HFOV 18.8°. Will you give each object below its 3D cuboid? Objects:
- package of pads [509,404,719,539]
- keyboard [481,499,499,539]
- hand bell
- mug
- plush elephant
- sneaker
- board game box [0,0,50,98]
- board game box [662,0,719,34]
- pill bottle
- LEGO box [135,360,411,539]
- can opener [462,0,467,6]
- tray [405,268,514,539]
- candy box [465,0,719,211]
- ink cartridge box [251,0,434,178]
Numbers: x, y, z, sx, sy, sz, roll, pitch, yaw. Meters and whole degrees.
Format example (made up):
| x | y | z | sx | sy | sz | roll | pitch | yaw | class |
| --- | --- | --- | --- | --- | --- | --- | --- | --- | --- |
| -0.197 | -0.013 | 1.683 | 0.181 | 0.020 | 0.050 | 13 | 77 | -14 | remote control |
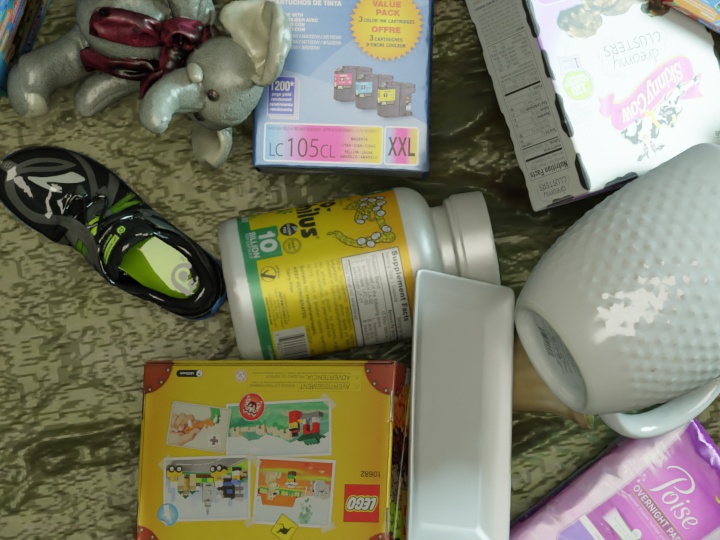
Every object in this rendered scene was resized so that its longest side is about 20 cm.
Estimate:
| x | y | z | sx | sy | sz | roll | pitch | yaw | class |
| --- | --- | --- | --- | --- | --- | --- | --- | --- | --- |
| 0.197 | 0.202 | 1.642 | 0.200 | 0.076 | 0.121 | -38 | 90 | -2 | package of pads |
| 0.015 | 0.221 | 1.621 | 0.199 | 0.011 | 0.057 | -17 | 67 | 25 | keyboard |
| 0.070 | 0.088 | 1.650 | 0.199 | 0.104 | 0.105 | -12 | 89 | 12 | hand bell |
| 0.209 | 0.036 | 1.535 | 0.175 | 0.148 | 0.201 | -31 | 132 | -15 | mug |
| -0.139 | -0.153 | 1.577 | 0.200 | 0.165 | 0.155 | -20 | 59 | -39 | plush elephant |
| -0.185 | -0.032 | 1.632 | 0.199 | 0.083 | 0.071 | 34 | 88 | 0 | sneaker |
| -0.258 | -0.211 | 1.576 | 0.045 | 0.200 | 0.153 | 20 | 88 | 0 | board game box |
| 0.327 | -0.207 | 1.642 | 0.199 | 0.019 | 0.103 | 24 | 87 | -25 | board game box |
| 0.000 | 0.000 | 1.622 | 0.199 | 0.113 | 0.113 | -11 | 89 | -1 | pill bottle |
| -0.057 | 0.143 | 1.574 | 0.199 | 0.077 | 0.150 | 0 | 81 | 19 | LEGO box |
| 0.092 | -0.236 | 1.658 | 0.066 | 0.053 | 0.200 | -34 | 90 | -3 | can opener |
| 0.067 | 0.105 | 1.557 | 0.107 | 0.022 | 0.201 | 12 | 76 | -45 | tray |
| 0.178 | -0.163 | 1.613 | 0.167 | 0.071 | 0.201 | -19 | 90 | -34 | candy box |
| -0.013 | -0.173 | 1.645 | 0.136 | 0.076 | 0.201 | 1 | 87 | -2 | ink cartridge box |
